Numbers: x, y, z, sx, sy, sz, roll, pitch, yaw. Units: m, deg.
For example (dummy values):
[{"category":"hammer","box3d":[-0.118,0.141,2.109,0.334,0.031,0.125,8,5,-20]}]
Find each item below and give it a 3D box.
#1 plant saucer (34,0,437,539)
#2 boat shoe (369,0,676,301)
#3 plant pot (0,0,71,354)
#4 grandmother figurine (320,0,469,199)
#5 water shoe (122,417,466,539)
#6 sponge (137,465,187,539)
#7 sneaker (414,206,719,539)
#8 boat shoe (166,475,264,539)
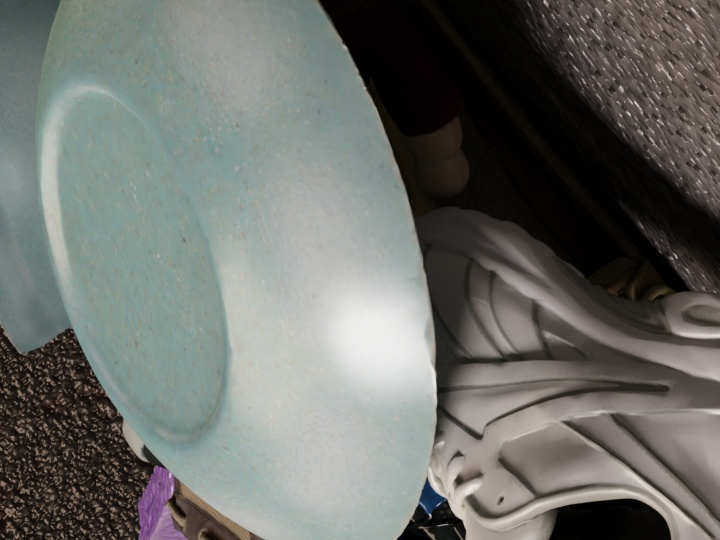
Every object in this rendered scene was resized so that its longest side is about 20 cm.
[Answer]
[{"category":"plant saucer","box3d":[-0.049,-0.007,0.812,0.201,0.039,0.202,38,137,47]},{"category":"boat shoe","box3d":[0.050,-0.004,0.888,0.201,0.073,0.063,56,152,19]},{"category":"plant pot","box3d":[-0.118,-0.081,1.244,0.200,0.134,0.201,159,90,-88]},{"category":"grandmother figurine","box3d":[-0.019,-0.061,0.826,0.121,0.061,0.200,28,145,11]},{"category":"water shoe","box3d":[0.024,0.065,0.919,0.072,0.199,0.079,103,166,-64]},{"category":"sponge","box3d":[-0.031,0.090,1.225,0.200,0.111,0.030,120,147,-71]},{"category":"sneaker","box3d":[0.044,0.047,0.787,0.199,0.100,0.078,13,147,42]},{"category":"boat shoe","box3d":[-0.017,0.098,1.015,0.074,0.074,0.200,7,-162,-21]}]
